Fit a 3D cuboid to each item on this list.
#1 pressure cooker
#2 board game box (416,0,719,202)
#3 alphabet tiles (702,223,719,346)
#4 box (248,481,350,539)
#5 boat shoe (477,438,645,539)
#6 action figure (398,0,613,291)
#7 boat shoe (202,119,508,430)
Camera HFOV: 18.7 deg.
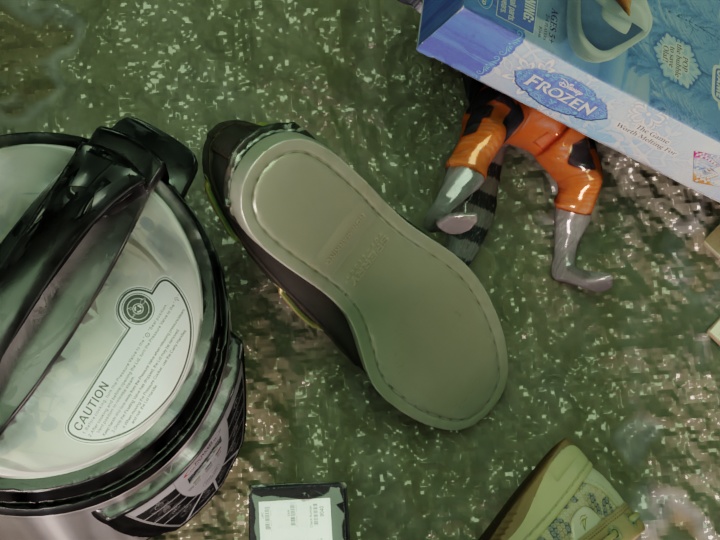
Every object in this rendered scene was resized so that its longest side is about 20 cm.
[{"bbox_3d":[-0.144,0.036,0.991,0.177,0.200,0.177,-11,72,-5],"label":"pressure cooker"},{"bbox_3d":[0.128,-0.152,1.064,0.198,0.043,0.201,24,54,-24],"label":"board game box"},{"bbox_3d":[0.278,-0.003,1.115,0.166,0.006,0.200,43,77,11],"label":"alphabet tiles"},{"bbox_3d":[-0.023,0.205,0.966,0.049,0.161,0.202,-3,75,-1],"label":"box"},{"bbox_3d":[0.070,0.158,1.000,0.063,0.073,0.200,38,50,2],"label":"boat shoe"},{"bbox_3d":[0.053,-0.099,1.085,0.199,0.104,0.195,14,64,-30],"label":"action figure"},{"bbox_3d":[0.000,0.000,1.037,0.072,0.201,0.060,-46,36,-7],"label":"boat shoe"}]
